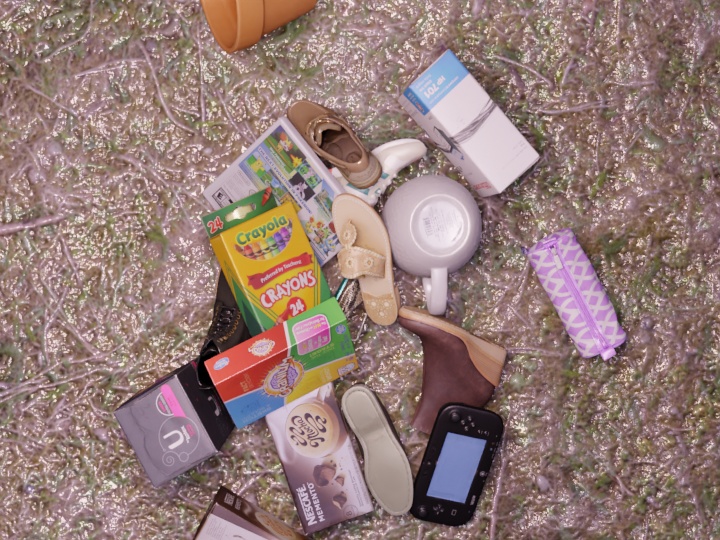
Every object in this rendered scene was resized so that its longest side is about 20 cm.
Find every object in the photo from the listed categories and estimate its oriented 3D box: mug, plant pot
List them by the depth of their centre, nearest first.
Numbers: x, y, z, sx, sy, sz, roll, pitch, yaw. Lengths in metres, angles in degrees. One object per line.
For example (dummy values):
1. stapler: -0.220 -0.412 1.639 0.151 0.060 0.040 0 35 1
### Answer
1. plant pot: -0.147 -0.425 1.585 0.138 0.200 0.203 -16 92 -19
2. mug: 0.106 -0.038 1.604 0.145 0.175 0.204 -3 91 -3

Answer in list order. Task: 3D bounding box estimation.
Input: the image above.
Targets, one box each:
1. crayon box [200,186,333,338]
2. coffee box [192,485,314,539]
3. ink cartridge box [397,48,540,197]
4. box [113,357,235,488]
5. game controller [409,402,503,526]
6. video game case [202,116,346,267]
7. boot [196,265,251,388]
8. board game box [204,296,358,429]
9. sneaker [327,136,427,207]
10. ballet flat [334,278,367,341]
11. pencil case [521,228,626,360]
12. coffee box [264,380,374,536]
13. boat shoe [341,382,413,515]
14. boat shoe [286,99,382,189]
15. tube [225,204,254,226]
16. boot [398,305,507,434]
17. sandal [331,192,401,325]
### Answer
1. crayon box: -0.129 -0.009 1.572 0.126 0.051 0.202 -27 95 -29
2. coffee box: -0.143 0.410 1.631 0.198 0.114 0.080 31 90 -4
3. ink cartridge box: 0.155 -0.209 1.618 0.086 0.146 0.201 -40 93 -3
4. box: -0.259 0.210 1.575 0.105 0.200 0.123 -29 93 2
5. game controller: 0.142 0.290 1.656 0.103 0.042 0.203 16 110 -2
6. video game case: -0.110 -0.092 1.628 0.182 0.022 0.201 -38 93 27
7. boot: -0.191 0.071 1.603 0.076 0.138 0.204 -1 90 11
8. board game box: -0.105 0.131 1.549 0.198 0.154 0.041 -27 59 -8
9. sneaker: 0.016 -0.122 1.636 0.197 0.070 0.095 -22 80 9
10. ballet flat: -0.039 0.088 1.655 0.075 0.068 0.201 39 86 -6
11. pencil case: 0.324 0.033 1.664 0.083 0.086 0.202 -30 94 0
12. coffee box: -0.064 0.274 1.649 0.111 0.080 0.203 -18 92 -4
13. boat shoe: 0.031 0.263 1.664 0.071 0.061 0.204 -20 93 9
14. boat shoe: -0.044 -0.197 1.605 0.071 0.065 0.200 -46 57 -4
15. tube: -0.147 0.006 1.616 0.057 0.052 0.203 -23 92 -14
16. boot: 0.113 0.158 1.646 0.198 0.072 0.168 26 94 -21
17. sandal: 0.005 -0.001 1.573 0.076 0.070 0.214 -5 121 25
